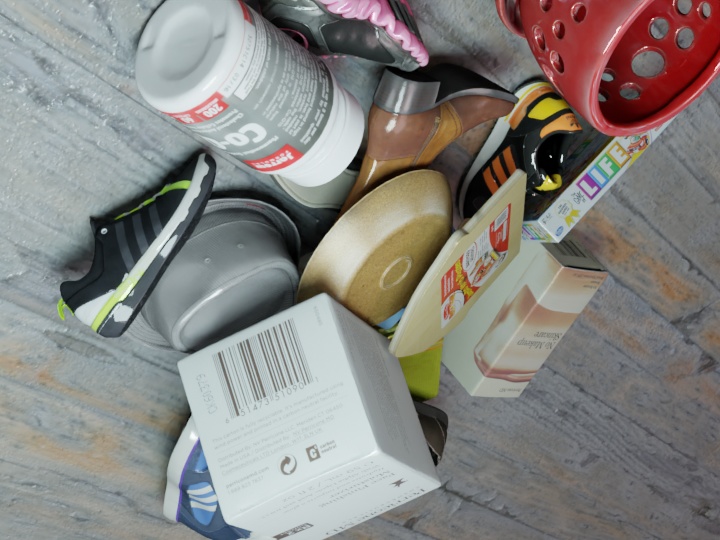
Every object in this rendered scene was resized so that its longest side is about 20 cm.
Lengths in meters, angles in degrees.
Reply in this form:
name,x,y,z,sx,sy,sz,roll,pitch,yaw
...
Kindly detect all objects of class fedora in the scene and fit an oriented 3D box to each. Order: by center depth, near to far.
name,x,y,z,sx,sy,sz,roll,pitch,yaw
fedora,-0.136,0.023,1.597,0.199,0.090,0.178,-18,131,-20

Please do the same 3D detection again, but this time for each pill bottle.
name,x,y,z,sx,sy,sz,roll,pitch,yaw
pill bottle,-0.090,-0.152,1.430,0.114,0.114,0.200,-47,140,11

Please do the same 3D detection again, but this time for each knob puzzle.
name,x,y,z,sx,sy,sz,roll,pitch,yaw
knob puzzle,0.089,0.005,1.658,0.220,0.030,0.220,-46,161,-21

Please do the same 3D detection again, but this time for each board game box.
name,x,y,z,sx,sy,sz,roll,pitch,yaw
board game box,0.252,-0.113,1.800,0.200,0.034,0.134,-47,-173,-6

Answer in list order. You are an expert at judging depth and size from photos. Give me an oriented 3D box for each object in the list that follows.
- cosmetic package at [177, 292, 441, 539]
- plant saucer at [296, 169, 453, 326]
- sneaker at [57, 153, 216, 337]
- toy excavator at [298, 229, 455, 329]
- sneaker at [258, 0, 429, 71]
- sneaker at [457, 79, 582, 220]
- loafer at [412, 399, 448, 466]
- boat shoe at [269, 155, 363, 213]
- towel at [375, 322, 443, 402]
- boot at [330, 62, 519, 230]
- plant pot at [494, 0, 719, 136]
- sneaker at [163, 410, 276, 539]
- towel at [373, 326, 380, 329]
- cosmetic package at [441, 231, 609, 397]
name,x,y,z,sx,sy,sz,roll,pitch,yaw
cosmetic package,-0.046,0.148,1.586,0.164,0.166,0.200,-25,157,12
plant saucer,0.025,-0.008,1.622,0.200,0.035,0.201,-34,151,-22
sneaker,-0.206,-0.034,1.510,0.201,0.082,0.072,-58,180,-13
toy excavator,0.000,0.000,1.748,0.199,0.100,0.195,31,108,-40
sneaker,-0.016,-0.221,1.490,0.095,0.079,0.199,-35,146,23
sneaker,0.172,-0.100,1.780,0.070,0.090,0.201,-8,135,-38
loafer,0.034,0.181,1.899,0.199,0.072,0.073,18,140,-41
boat shoe,-0.037,-0.095,1.623,0.199,0.057,0.067,22,97,-49
towel,0.054,0.110,1.886,0.085,0.018,0.201,-15,151,-9
boot,0.062,-0.097,1.629,0.188,0.068,0.201,-11,126,-51
plant pot,0.243,-0.258,1.583,0.199,0.183,0.201,-25,143,-20
sneaker,-0.134,0.232,1.813,0.201,0.145,0.081,107,4,-49
towel,0.014,0.096,1.909,0.086,0.018,0.200,-43,147,6
cosmetic package,0.190,0.049,1.974,0.103,0.087,0.201,4,128,-47
